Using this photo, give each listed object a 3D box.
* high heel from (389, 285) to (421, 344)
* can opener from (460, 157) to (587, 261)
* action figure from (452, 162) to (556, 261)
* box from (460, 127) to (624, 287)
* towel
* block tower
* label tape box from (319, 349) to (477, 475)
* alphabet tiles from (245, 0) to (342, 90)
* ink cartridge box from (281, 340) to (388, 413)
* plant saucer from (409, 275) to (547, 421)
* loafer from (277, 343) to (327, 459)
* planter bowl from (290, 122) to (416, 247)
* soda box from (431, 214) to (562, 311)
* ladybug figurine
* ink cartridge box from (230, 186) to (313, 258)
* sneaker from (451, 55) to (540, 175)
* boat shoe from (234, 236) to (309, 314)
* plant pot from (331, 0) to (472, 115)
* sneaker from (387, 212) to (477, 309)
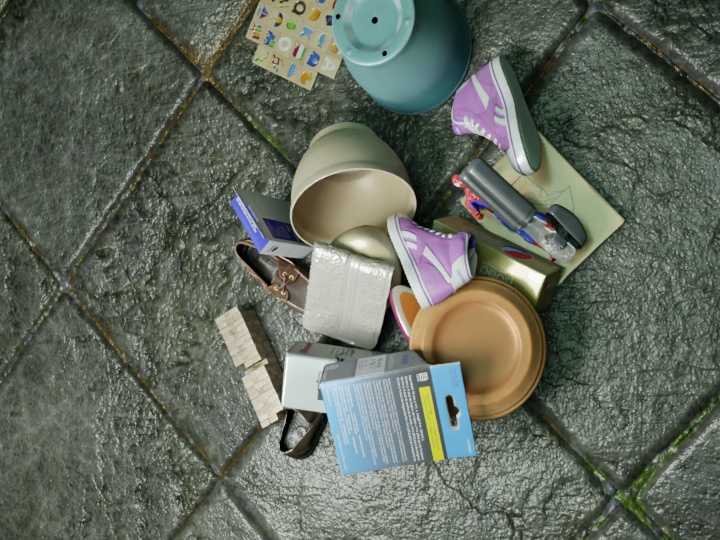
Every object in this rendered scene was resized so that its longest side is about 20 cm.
[{"bbox_3d":[0.098,0.110,1.291,0.200,0.096,0.067,48,68,-8],"label":"high heel"},{"bbox_3d":[0.233,-0.092,1.202,0.199,0.053,0.067,42,70,-1],"label":"can opener"},{"bbox_3d":[0.208,-0.092,1.247,0.198,0.098,0.066,35,101,23],"label":"action figure"},{"bbox_3d":[0.270,-0.090,1.281,0.164,0.021,0.201,-45,72,17],"label":"box"},{"bbox_3d":[-0.022,0.045,1.315,0.129,0.035,0.202,17,138,6],"label":"towel"},{"bbox_3d":[-0.177,0.161,1.457,0.053,0.058,0.203,-30,79,20],"label":"block tower"},{"bbox_3d":[0.054,0.194,1.188,0.195,0.063,0.148,-10,108,9],"label":"label tape box"},{"bbox_3d":[-0.104,-0.413,1.462,0.197,0.006,0.170,29,100,22],"label":"alphabet tiles"},{"bbox_3d":[-0.015,0.169,1.303,0.195,0.147,0.085,8,93,4],"label":"ink cartridge box"},{"bbox_3d":[0.164,0.108,1.196,0.195,0.037,0.206,-1,84,10],"label":"plant saucer"},{"bbox_3d":[-0.084,0.222,1.404,0.072,0.071,0.205,19,97,22],"label":"loafer"},{"bbox_3d":[-0.019,-0.143,1.333,0.197,0.200,0.137,-24,54,21],"label":"planter bowl"},{"bbox_3d":[0.195,-0.013,1.270,0.198,0.067,0.065,30,116,28],"label":"soda box"},{"bbox_3d":[0.000,0.000,1.339,0.133,0.073,0.201,25,139,-3],"label":"ladybug figurine"},{"bbox_3d":[-0.146,-0.074,1.368,0.039,0.199,0.101,-36,75,15],"label":"ink cartridge box"},{"bbox_3d":[0.197,-0.209,1.270,0.113,0.072,0.204,-29,54,28],"label":"sneaker"},{"bbox_3d":[-0.133,0.014,1.433,0.198,0.070,0.071,34,101,19],"label":"boat shoe"},{"bbox_3d":[0.053,-0.356,1.293,0.195,0.187,0.206,0,89,23],"label":"plant pot"},{"bbox_3d":[0.110,-0.033,1.241,0.113,0.073,0.202,-29,40,6],"label":"sneaker"}]
